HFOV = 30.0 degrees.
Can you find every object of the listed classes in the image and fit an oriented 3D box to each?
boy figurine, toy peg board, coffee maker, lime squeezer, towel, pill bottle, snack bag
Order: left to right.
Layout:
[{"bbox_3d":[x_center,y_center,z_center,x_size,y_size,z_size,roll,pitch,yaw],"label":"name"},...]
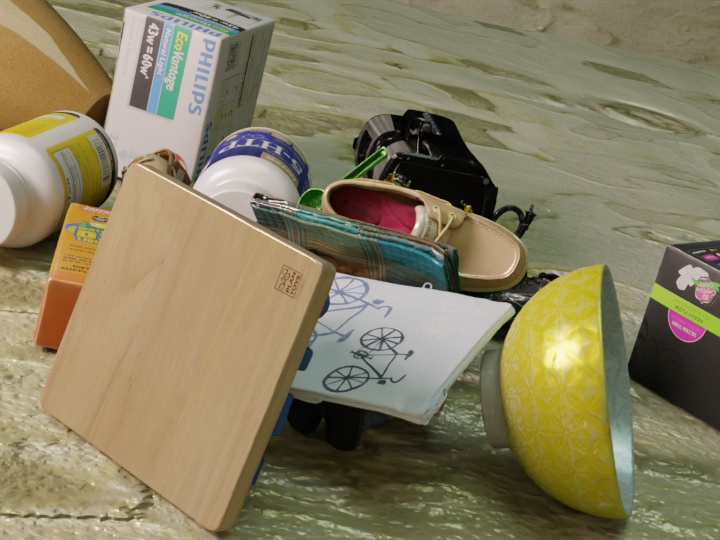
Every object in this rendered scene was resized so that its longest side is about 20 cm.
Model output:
[{"bbox_3d":[-0.325,-0.086,1.314,0.110,0.112,0.200,18,19,9],"label":"pill bottle"},{"bbox_3d":[-0.108,0.054,0.992,0.198,0.201,0.098,27,9,33],"label":"toy peg board"},{"bbox_3d":[-0.116,-0.070,1.404,0.119,0.121,0.200,13,20,-3],"label":"pill bottle"},{"bbox_3d":[-0.063,-0.055,1.277,0.199,0.038,0.071,-24,-4,-12],"label":"lime squeezer"},{"bbox_3d":[0.000,0.000,1.228,0.198,0.147,0.022,16,60,20],"label":"towel"},{"bbox_3d":[0.007,0.057,1.079,0.198,0.022,0.189,9,29,26],"label":"snack bag"},{"bbox_3d":[0.022,0.093,1.150,0.124,0.065,0.200,21,24,25],"label":"boy figurine"},{"bbox_3d":[0.093,-0.107,1.674,0.191,0.135,0.200,33,15,-18],"label":"coffee maker"}]

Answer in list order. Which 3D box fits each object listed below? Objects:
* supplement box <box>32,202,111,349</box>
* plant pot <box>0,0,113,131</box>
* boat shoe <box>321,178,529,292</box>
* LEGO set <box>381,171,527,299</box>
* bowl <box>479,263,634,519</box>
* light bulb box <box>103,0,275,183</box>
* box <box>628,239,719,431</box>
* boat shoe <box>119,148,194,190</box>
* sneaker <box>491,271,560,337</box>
[{"bbox_3d":[-0.244,0.005,1.196,0.066,0.069,0.200,12,18,-12],"label":"supplement box"},{"bbox_3d":[-0.385,-0.225,1.582,0.199,0.187,0.186,34,24,12],"label":"plant pot"},{"bbox_3d":[0.054,-0.033,1.211,0.198,0.074,0.069,17,-4,12],"label":"boat shoe"},{"bbox_3d":[0.069,-0.005,1.321,0.199,0.155,0.116,24,22,17],"label":"LEGO set"},{"bbox_3d":[0.155,0.100,1.081,0.107,0.202,0.200,-6,15,15],"label":"bowl"},{"bbox_3d":[-0.206,-0.212,1.605,0.124,0.200,0.200,18,19,9],"label":"light bulb box"},{"bbox_3d":[0.390,0.075,1.323,0.124,0.150,0.200,-6,28,-41],"label":"box"},{"bbox_3d":[-0.222,-0.081,1.395,0.075,0.074,0.200,-21,13,7],"label":"boat shoe"},{"bbox_3d":[0.172,0.034,1.388,0.198,0.080,0.075,17,21,13],"label":"sneaker"}]
